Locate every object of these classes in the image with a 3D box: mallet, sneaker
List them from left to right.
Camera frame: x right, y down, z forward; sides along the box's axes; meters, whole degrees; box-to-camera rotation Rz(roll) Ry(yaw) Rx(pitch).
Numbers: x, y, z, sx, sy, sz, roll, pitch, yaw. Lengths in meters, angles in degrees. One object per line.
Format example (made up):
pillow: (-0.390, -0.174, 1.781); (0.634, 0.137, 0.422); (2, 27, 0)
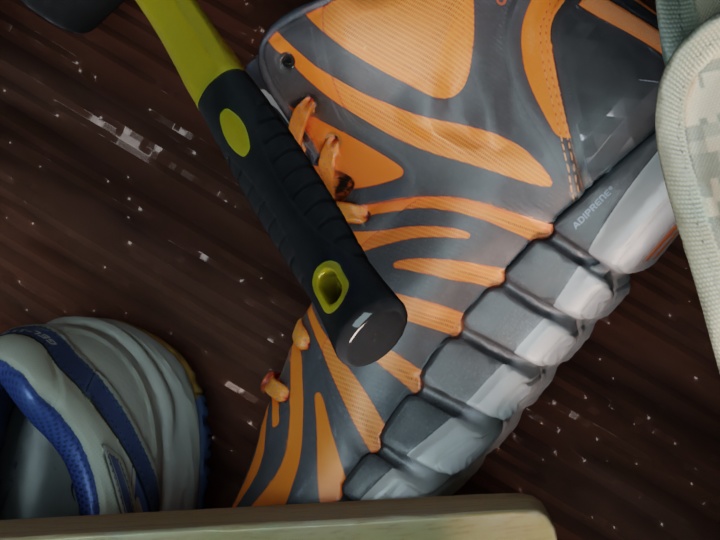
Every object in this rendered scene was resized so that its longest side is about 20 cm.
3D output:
sneaker: (-0.086, 0.112, 0.768); (0.075, 0.088, 0.201); (-5, 86, 24)
mallet: (-0.030, -0.055, 0.718); (0.066, 0.041, 0.200); (-54, 44, 12)
sneaker: (0.000, 0.000, 0.764); (0.112, 0.078, 0.200); (41, 94, 7)

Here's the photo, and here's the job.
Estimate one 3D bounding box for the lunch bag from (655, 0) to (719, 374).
lunch bag: (0.149, -0.066, 0.659); (0.164, 0.118, 0.201); (-12, 68, 14)

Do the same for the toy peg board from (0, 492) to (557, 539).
toy peg board: (-0.046, 0.166, 0.692); (0.199, 0.098, 0.200); (-3, 101, -3)
